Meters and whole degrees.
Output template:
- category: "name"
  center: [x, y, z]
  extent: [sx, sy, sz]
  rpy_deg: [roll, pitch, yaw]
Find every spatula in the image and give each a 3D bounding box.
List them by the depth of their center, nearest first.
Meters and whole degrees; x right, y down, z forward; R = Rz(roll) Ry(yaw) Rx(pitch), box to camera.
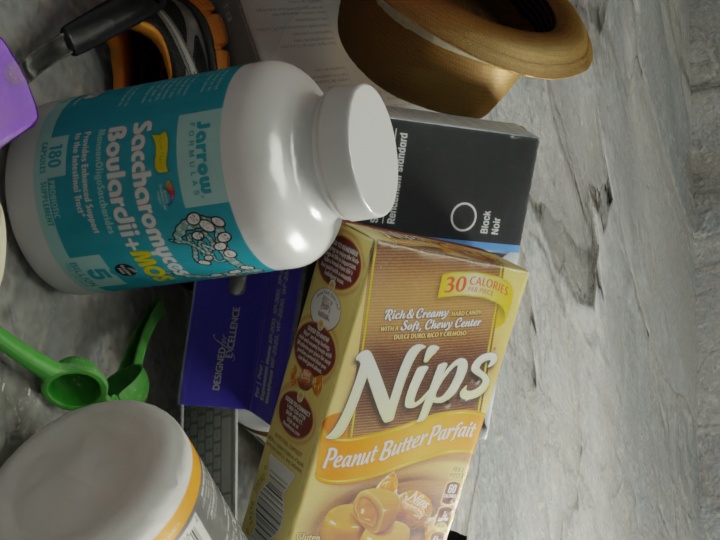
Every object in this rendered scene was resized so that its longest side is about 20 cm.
- category: "spatula"
  center: [-0.166, -0.120, 0.745]
  extent: [0.200, 0.020, 0.057]
  rpy_deg: [-48, 121, -49]

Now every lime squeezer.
- category: "lime squeezer"
  center: [-0.150, 0.048, 0.764]
  extent: [0.200, 0.037, 0.071]
  rpy_deg: [4, 79, -67]

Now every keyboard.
- category: "keyboard"
  center: [-0.095, 0.083, 0.869]
  extent: [0.011, 0.056, 0.202]
  rpy_deg: [9, 72, -35]

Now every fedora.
- category: "fedora"
  center: [0.047, -0.158, 0.867]
  extent: [0.082, 0.199, 0.201]
  rpy_deg: [-63, 176, 32]

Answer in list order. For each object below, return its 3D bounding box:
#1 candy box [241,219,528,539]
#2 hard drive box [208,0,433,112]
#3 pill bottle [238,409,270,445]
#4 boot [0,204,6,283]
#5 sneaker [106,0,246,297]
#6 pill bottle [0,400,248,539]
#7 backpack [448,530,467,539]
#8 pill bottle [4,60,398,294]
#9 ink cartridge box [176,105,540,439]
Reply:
- category: "candy box"
  center: [0.013, 0.079, 0.795]
  extent: [0.115, 0.055, 0.202]
  rpy_deg: [10, 101, -35]
- category: "hard drive box"
  center: [-0.028, -0.131, 0.923]
  extent: [0.155, 0.077, 0.202]
  rpy_deg: [-12, 79, -41]
- category: "pill bottle"
  center: [-0.017, 0.099, 0.984]
  extent: [0.200, 0.108, 0.110]
  rpy_deg: [52, 37, -52]
- category: "boot"
  center: [-0.208, -0.059, 0.618]
  extent: [0.107, 0.074, 0.202]
  rpy_deg: [-18, 109, -71]
- category: "sneaker"
  center: [-0.116, -0.074, 0.849]
  extent: [0.077, 0.078, 0.202]
  rpy_deg: [-12, 88, -61]
- category: "pill bottle"
  center: [-0.108, 0.175, 0.728]
  extent: [0.117, 0.115, 0.201]
  rpy_deg: [-72, 148, -46]
- category: "backpack"
  center: [0.012, 0.266, 0.978]
  extent: [0.200, 0.165, 0.128]
  rpy_deg: [-56, 154, -63]
- category: "pill bottle"
  center: [-0.083, -0.051, 0.742]
  extent: [0.111, 0.198, 0.112]
  rpy_deg: [-8, 90, -68]
- category: "ink cartridge box"
  center: [0.000, 0.000, 0.833]
  extent: [0.043, 0.198, 0.200]
  rpy_deg: [-144, -119, -67]
